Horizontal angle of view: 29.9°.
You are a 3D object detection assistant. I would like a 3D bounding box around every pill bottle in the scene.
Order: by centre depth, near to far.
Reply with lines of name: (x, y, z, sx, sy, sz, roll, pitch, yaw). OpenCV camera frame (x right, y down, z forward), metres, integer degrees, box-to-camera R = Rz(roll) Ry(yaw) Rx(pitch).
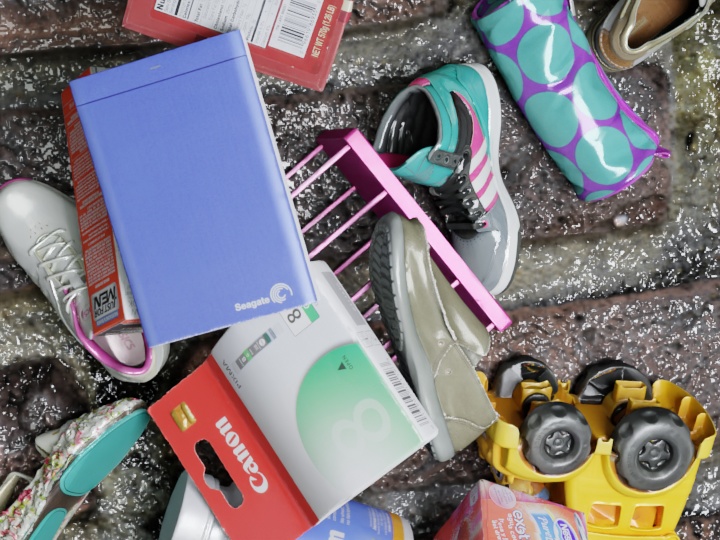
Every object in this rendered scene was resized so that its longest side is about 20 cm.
pill bottle: (-0.065, 0.235, 1.131, 0.199, 0.112, 0.113, 18, 90, -13)

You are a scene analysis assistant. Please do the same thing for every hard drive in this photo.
hard drive: (-0.119, -0.057, 0.976, 0.131, 0.025, 0.201, -15, 96, 8)

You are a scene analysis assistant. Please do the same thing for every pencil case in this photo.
pencil case: (0.179, -0.163, 1.166, 0.092, 0.085, 0.201, -28, 102, 21)

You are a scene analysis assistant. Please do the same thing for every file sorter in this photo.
file sorter: (0.000, 0.000, 1.113, 0.125, 0.139, 0.200, -41, 101, -5)

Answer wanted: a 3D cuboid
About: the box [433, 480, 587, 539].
box: (0.101, 0.281, 1.123, 0.102, 0.095, 0.200, 19, 129, -15)

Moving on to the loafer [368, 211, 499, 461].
loafer: (0.058, 0.045, 1.029, 0.069, 0.075, 0.201, -19, 111, -10)

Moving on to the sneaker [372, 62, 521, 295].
sneaker: (0.069, -0.074, 1.128, 0.120, 0.083, 0.202, -8, 90, -44)

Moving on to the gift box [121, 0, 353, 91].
gift box: (-0.066, -0.246, 1.039, 0.199, 0.187, 0.185, 21, 112, -11)

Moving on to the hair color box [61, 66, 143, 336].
hair color box: (-0.163, -0.055, 1.066, 0.110, 0.064, 0.202, -3, 78, -36)

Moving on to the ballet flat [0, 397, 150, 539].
ballet flat: (-0.257, 0.174, 1.110, 0.064, 0.076, 0.200, 34, 80, 21)

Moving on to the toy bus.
toy bus: (0.188, 0.185, 1.185, 0.198, 0.136, 0.193, 5, 109, -10)

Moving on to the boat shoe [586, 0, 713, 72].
boat shoe: (0.287, -0.253, 1.191, 0.075, 0.068, 0.200, 43, 85, -12)

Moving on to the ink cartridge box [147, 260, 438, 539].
ink cartridge box: (-0.063, 0.115, 1.026, 0.200, 0.050, 0.161, -38, 78, 16)

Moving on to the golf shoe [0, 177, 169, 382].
golf shoe: (-0.223, 0.008, 1.090, 0.075, 0.092, 0.200, -40, 100, -4)
